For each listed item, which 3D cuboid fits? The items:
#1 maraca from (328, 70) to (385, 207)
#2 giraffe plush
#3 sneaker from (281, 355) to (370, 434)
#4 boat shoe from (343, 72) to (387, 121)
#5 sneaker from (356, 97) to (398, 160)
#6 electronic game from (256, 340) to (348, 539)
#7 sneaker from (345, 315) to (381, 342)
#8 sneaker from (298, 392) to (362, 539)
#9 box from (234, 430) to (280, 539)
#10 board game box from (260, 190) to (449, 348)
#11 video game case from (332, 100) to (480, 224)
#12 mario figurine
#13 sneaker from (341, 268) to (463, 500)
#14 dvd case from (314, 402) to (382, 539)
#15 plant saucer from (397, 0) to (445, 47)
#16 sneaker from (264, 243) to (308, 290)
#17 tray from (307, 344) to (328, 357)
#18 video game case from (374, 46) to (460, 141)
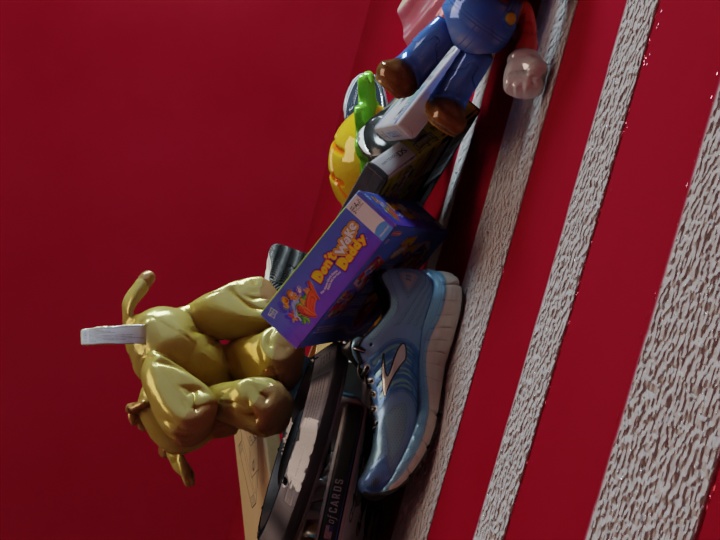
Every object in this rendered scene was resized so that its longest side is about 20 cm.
[{"bbox_3d":[0.014,-0.130,1.546,0.201,0.106,0.138,76,-167,-53],"label":"maraca"},{"bbox_3d":[-0.154,0.113,1.278,0.163,0.197,0.174,98,-178,-52],"label":"giraffe plush"},{"bbox_3d":[-0.056,0.183,1.442,0.080,0.129,0.202,147,137,-78],"label":"sneaker"},{"bbox_3d":[0.011,-0.215,2.074,0.091,0.070,0.203,127,150,-70],"label":"boat shoe"},{"bbox_3d":[0.055,-0.169,1.430,0.088,0.075,0.200,-61,0,30],"label":"sneaker"},{"bbox_3d":[-0.047,0.159,1.203,0.200,0.041,0.202,-162,90,-86],"label":"electronic game"},{"bbox_3d":[0.003,0.056,1.397,0.200,0.089,0.076,-138,63,-83],"label":"sneaker"},{"bbox_3d":[-0.025,0.217,1.303,0.081,0.075,0.203,6,-90,-83],"label":"sneaker"},{"bbox_3d":[-0.104,0.174,1.383,0.164,0.021,0.202,122,143,-65],"label":"box"},{"bbox_3d":[0.000,0.000,1.225,0.135,0.045,0.200,-50,-12,10],"label":"board game box"},{"bbox_3d":[0.021,-0.058,1.311,0.181,0.025,0.201,-39,-15,-48],"label":"video game case"},{"bbox_3d":[0.095,-0.204,1.041,0.201,0.123,0.106,-56,41,14],"label":"mario figurine"},{"bbox_3d":[0.021,0.091,1.150,0.078,0.089,0.202,129,156,-69],"label":"sneaker"},{"bbox_3d":[-0.011,0.232,1.202,0.151,0.024,0.202,65,-144,-67],"label":"dvd case"},{"bbox_3d":[0.096,-0.286,1.268,0.201,0.051,0.201,-54,8,10],"label":"plant saucer"},{"bbox_3d":[-0.078,0.037,1.451,0.200,0.070,0.094,-89,17,-75],"label":"sneaker"},{"bbox_3d":[-0.070,0.174,2.010,0.201,0.037,0.099,111,171,-51],"label":"tray"},{"bbox_3d":[0.088,-0.196,1.197,0.201,0.022,0.182,-52,7,0],"label":"video game case"}]
